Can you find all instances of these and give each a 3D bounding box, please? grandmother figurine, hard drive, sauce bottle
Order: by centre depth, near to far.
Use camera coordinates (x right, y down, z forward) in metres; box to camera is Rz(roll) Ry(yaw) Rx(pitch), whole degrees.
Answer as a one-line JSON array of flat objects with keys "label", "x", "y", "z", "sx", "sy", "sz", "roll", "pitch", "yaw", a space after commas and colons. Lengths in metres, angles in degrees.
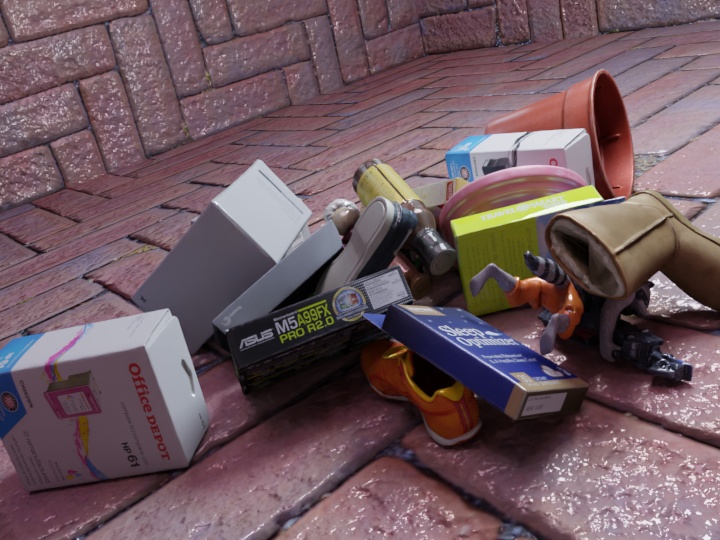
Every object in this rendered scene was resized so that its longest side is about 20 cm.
[{"label": "hard drive", "x": -0.105, "y": 0.028, "z": 0.924, "sx": 0.199, "sy": 0.042, "sz": 0.135, "roll": -42, "pitch": -8, "yaw": -19}, {"label": "sauce bottle", "x": 0.056, "y": -0.071, "z": 0.932, "sx": 0.063, "sy": 0.066, "sz": 0.201, "roll": -20, "pitch": 47, "yaw": -16}, {"label": "grandmother figurine", "x": 0.015, "y": -0.031, "z": 0.973, "sx": 0.120, "sy": 0.061, "sz": 0.200, "roll": -32, "pitch": 54, "yaw": -16}]

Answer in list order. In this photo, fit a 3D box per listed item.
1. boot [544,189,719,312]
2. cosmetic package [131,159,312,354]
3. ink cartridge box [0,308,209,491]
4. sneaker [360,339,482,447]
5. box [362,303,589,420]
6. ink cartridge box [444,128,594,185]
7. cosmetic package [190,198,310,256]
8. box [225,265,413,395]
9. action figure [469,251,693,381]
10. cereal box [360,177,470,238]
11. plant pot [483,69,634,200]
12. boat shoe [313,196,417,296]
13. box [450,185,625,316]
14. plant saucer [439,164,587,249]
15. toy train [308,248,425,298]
[{"label": "boot", "x": 0.289, "y": -0.003, "z": 0.698, "sx": 0.198, "sy": 0.067, "sz": 0.175, "roll": -17, "pitch": 54, "yaw": -47}, {"label": "cosmetic package", "x": -0.191, "y": -0.024, "z": 1.015, "sx": 0.199, "sy": 0.123, "sz": 0.201, "roll": -43, "pitch": 9, "yaw": 24}, {"label": "ink cartridge box", "x": -0.278, "y": 0.138, "z": 0.752, "sx": 0.195, "sy": 0.148, "sz": 0.085, "roll": -12, "pitch": 21, "yaw": 9}, {"label": "sneaker", "x": 0.058, "y": 0.101, "z": 0.720, "sx": 0.072, "sy": 0.079, "sz": 0.199, "roll": -25, "pitch": 22, "yaw": -22}, {"label": "box", "x": 0.104, "y": 0.074, "z": 0.675, "sx": 0.120, "sy": 0.033, "sz": 0.198, "roll": 7, "pitch": 17, "yaw": -47}, {"label": "ink cartridge box", "x": 0.238, "y": -0.122, "z": 1.049, "sx": 0.197, "sy": 0.148, "sz": 0.084, "roll": 4, "pitch": 29, "yaw": 41}, {"label": "cosmetic package", "x": -0.189, "y": -0.057, "z": 1.232, "sx": 0.196, "sy": 0.109, "sz": 0.090, "roll": 2, "pitch": 27, "yaw": 33}, {"label": "box", "x": -0.048, "y": 0.071, "z": 0.791, "sx": 0.196, "sy": 0.045, "sz": 0.161, "roll": -20, "pitch": -15, "yaw": -13}, {"label": "action figure", "x": 0.235, "y": 0.034, "z": 0.706, "sx": 0.190, "sy": 0.107, "sz": 0.199, "roll": -4, "pitch": 17, "yaw": -34}, {"label": "cereal box", "x": 0.113, "y": -0.080, "z": 1.027, "sx": 0.142, "sy": 0.041, "sz": 0.198, "roll": 17, "pitch": -15, "yaw": -38}, {"label": "plant pot", "x": 0.311, "y": -0.190, "z": 1.130, "sx": 0.192, "sy": 0.205, "sz": 0.200, "roll": -9, "pitch": 20, "yaw": 37}, {"label": "boat shoe", "x": 0.000, "y": 0.000, "z": 0.885, "sx": 0.061, "sy": 0.202, "sz": 0.075, "roll": 19, "pitch": 24, "yaw": -31}, {"label": "box", "x": 0.214, "y": -0.023, "z": 0.848, "sx": 0.195, "sy": 0.124, "sz": 0.048, "roll": -13, "pitch": 32, "yaw": 5}, {"label": "plant saucer", "x": 0.202, "y": -0.060, "z": 0.922, "sx": 0.195, "sy": 0.201, "sz": 0.052, "roll": -11, "pitch": 62, "yaw": 10}, {"label": "toy train", "x": -0.004, "y": 0.003, "z": 1.028, "sx": 0.195, "sy": 0.058, "sz": 0.042, "roll": -10, "pitch": 21, "yaw": 14}]
